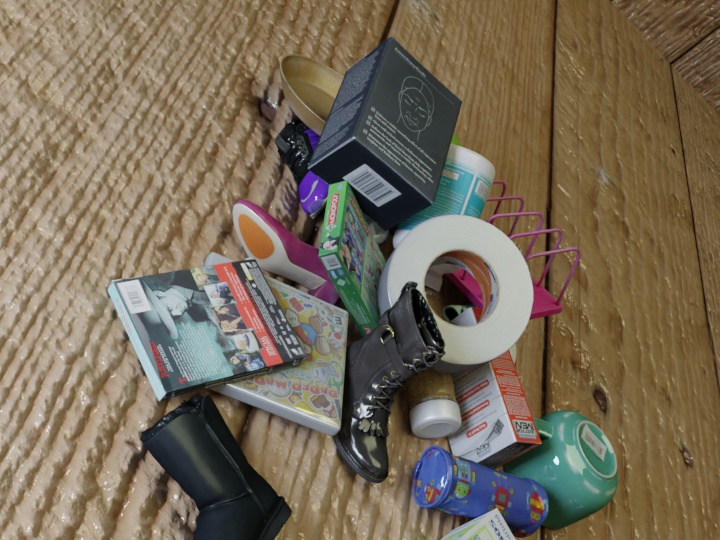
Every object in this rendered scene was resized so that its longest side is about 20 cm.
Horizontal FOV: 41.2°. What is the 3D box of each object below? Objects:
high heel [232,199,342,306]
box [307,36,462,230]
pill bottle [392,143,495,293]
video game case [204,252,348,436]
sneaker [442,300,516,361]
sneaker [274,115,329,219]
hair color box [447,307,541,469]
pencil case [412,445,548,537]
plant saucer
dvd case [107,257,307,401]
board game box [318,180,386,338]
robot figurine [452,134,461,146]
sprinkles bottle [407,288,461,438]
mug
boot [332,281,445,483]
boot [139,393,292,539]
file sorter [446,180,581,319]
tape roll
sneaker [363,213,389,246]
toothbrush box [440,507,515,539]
[{"bbox_3d":[-0.084,-0.033,1.253,0.200,0.067,0.096,47,45,-17],"label":"high heel"},{"bbox_3d":[0.037,-0.188,1.318,0.148,0.107,0.202,37,52,-24],"label":"box"},{"bbox_3d":[0.114,-0.073,1.384,0.110,0.110,0.202,26,81,-32],"label":"pill bottle"},{"bbox_3d":[-0.106,0.086,1.147,0.198,0.023,0.183,25,43,-21],"label":"video game case"},{"bbox_3d":[0.181,0.053,1.483,0.118,0.074,0.202,30,41,-30],"label":"sneaker"},{"bbox_3d":[-0.082,-0.157,1.375,0.099,0.070,0.201,34,31,-23],"label":"sneaker"},{"bbox_3d":[0.164,0.168,1.332,0.063,0.111,0.202,13,51,-41],"label":"hair color box"},{"bbox_3d":[0.154,0.289,1.245,0.199,0.086,0.079,25,79,-32],"label":"pencil case"},{"bbox_3d":[-0.045,-0.242,1.425,0.199,0.036,0.201,31,29,-19],"label":"plant saucer"},{"bbox_3d":[-0.169,0.061,1.085,0.199,0.022,0.147,-10,62,-45],"label":"dvd case"},{"bbox_3d":[0.000,0.000,1.283,0.136,0.029,0.201,-84,156,-45],"label":"board game box"},{"bbox_3d":[0.117,-0.163,1.537,0.201,0.115,0.176,55,12,-28],"label":"robot figurine"},{"bbox_3d":[0.091,0.125,1.315,0.068,0.068,0.202,21,49,-36],"label":"sprinkles bottle"},{"bbox_3d":[0.287,0.278,1.374,0.184,0.114,0.154,11,52,-44],"label":"mug"},{"bbox_3d":[0.037,0.134,1.160,0.069,0.174,0.202,13,51,-42],"label":"boot"},{"bbox_3d":[-0.162,0.226,0.936,0.169,0.076,0.200,53,28,-6],"label":"boot"},{"bbox_3d":[0.217,-0.034,1.465,0.138,0.127,0.200,-8,40,-35],"label":"file sorter"},{"bbox_3d":[0.125,0.031,1.270,0.197,0.066,0.203,3,74,-12],"label":"tape roll"},{"bbox_3d":[0.011,-0.142,1.417,0.116,0.074,0.202,73,12,-49],"label":"sneaker"},{"bbox_3d":[0.123,0.391,1.115,0.199,0.086,0.147,-15,72,-54],"label":"toothbrush box"}]
